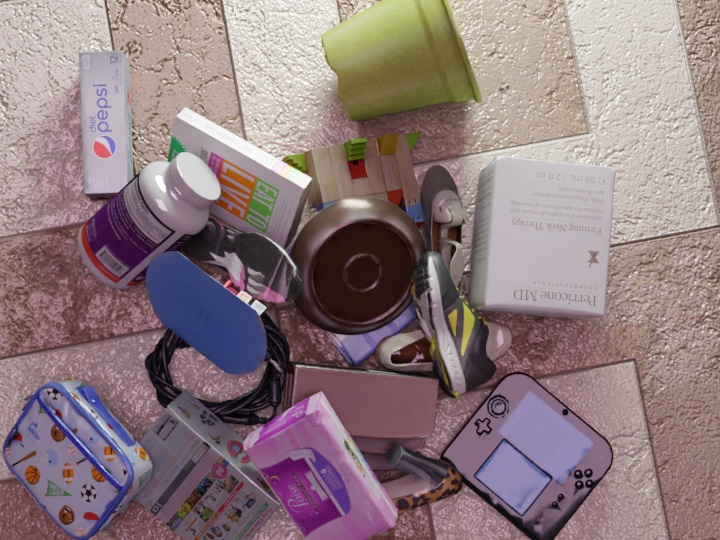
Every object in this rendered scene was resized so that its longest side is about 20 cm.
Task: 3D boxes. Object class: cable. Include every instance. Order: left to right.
[{"bbox_3d":[-0.200,0.128,1.651,0.198,0.051,0.165,9,85,-2],"label":"cable"}]

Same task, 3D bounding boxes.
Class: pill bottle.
[{"bbox_3d":[-0.282,-0.069,1.594,0.200,0.112,0.113,-38,88,25],"label":"pill bottle"}]

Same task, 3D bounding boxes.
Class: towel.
[{"bbox_3d":[-0.016,0.018,1.684,0.147,0.024,0.200,-38,90,-7],"label":"towel"}]

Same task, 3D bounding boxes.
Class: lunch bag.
[{"bbox_3d":[-0.381,0.245,1.583,0.200,0.075,0.161,43,109,14],"label":"lunch bag"}]

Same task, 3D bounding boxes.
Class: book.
[{"bbox_3d":[-0.170,-0.125,1.625,0.199,0.134,0.048,29,49,6],"label":"book"}]

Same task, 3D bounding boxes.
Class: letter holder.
[{"bbox_3d":[-0.005,0.206,1.620,0.198,0.101,0.143,6,87,-10],"label":"letter holder"}]

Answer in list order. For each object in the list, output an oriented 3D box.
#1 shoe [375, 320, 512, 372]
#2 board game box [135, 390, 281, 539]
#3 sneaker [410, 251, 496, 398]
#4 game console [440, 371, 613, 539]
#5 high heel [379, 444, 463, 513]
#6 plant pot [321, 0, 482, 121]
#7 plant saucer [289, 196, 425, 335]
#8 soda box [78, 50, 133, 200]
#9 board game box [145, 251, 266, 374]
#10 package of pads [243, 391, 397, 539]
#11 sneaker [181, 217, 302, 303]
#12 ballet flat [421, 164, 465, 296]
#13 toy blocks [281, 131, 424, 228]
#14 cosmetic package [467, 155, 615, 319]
[{"bbox_3d":[0.122,0.111,1.663,0.198,0.053,0.071,-8,89,-11],"label":"shoe"},{"bbox_3d":[-0.212,0.285,1.604,0.200,0.064,0.148,41,114,2],"label":"board game box"},{"bbox_3d":[0.128,0.069,1.614,0.084,0.074,0.202,-15,94,-19],"label":"sneaker"},{"bbox_3d":[0.239,0.262,1.675,0.200,0.031,0.177,40,84,1],"label":"game console"},{"bbox_3d":[0.047,0.333,1.651,0.142,0.072,0.200,27,115,-34],"label":"high heel"},{"bbox_3d":[0.050,-0.298,1.641,0.183,0.200,0.202,-19,87,6],"label":"plant pot"},{"bbox_3d":[0.000,0.000,1.619,0.199,0.032,0.202,-6,111,-16],"label":"plant saucer"},{"bbox_3d":[-0.355,-0.201,1.659,0.063,0.068,0.202,-3,86,-3],"label":"soda box"},{"bbox_3d":[-0.198,0.050,1.588,0.199,0.158,0.039,36,50,9],"label":"board game box"},{"bbox_3d":[-0.051,0.271,1.538,0.120,0.076,0.201,-30,103,11],"label":"package of pads"},{"bbox_3d":[-0.148,-0.018,1.618,0.199,0.086,0.081,33,97,30],"label":"sneaker"},{"bbox_3d":[0.124,-0.051,1.672,0.067,0.064,0.202,3,86,-30],"label":"ballet flat"},{"bbox_3d":[0.003,-0.109,1.652,0.199,0.100,0.138,-12,89,-26],"label":"toy blocks"},{"bbox_3d":[0.245,-0.040,1.631,0.166,0.166,0.202,5,86,-3],"label":"cosmetic package"}]
